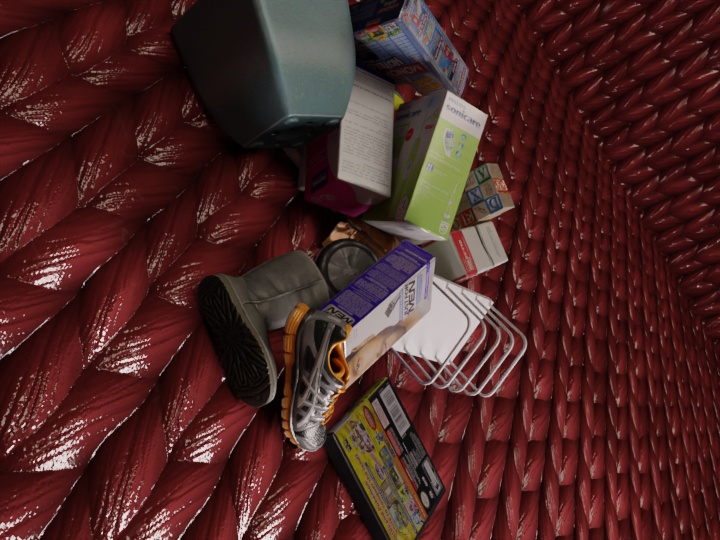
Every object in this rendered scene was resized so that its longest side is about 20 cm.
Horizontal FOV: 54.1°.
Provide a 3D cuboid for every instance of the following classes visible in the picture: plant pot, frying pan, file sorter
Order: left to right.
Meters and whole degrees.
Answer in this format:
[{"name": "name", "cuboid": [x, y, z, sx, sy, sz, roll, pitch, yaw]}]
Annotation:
[{"name": "plant pot", "cuboid": [-0.121, -0.288, 1.006, 0.194, 0.194, 0.204, -10, 82, -47]}, {"name": "frying pan", "cuboid": [-0.029, 0.038, 1.047, 0.113, 0.031, 0.193, 24, 69, -5]}, {"name": "file sorter", "cuboid": [0.159, 0.115, 1.143, 0.198, 0.140, 0.125, 20, 19, -47]}]

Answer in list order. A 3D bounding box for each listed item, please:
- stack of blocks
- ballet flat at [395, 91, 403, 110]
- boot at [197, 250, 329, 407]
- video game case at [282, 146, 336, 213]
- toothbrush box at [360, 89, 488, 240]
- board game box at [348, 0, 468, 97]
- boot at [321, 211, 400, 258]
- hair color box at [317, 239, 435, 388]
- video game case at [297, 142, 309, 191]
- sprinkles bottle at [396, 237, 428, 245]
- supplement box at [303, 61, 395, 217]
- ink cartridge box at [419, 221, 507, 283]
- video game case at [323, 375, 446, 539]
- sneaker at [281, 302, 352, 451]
[{"name": "stack of blocks", "cuboid": [0.173, -0.128, 1.316, 0.058, 0.198, 0.117, -12, 78, -56]}, {"name": "ballet flat", "cuboid": [0.006, -0.341, 1.365, 0.198, 0.066, 0.068, 25, 70, -42]}, {"name": "boot", "cuboid": [-0.106, 0.066, 0.916, 0.199, 0.072, 0.185, -8, 76, -63]}, {"name": "video game case", "cuboid": [-0.072, -0.221, 1.196, 0.201, 0.023, 0.183, 50, 35, -19]}, {"name": "toothbrush box", "cuboid": [0.095, -0.156, 1.082, 0.085, 0.145, 0.204, 23, 84, -26]}, {"name": "board game box", "cuboid": [0.064, -0.332, 1.087, 0.198, 0.198, 0.063, 30, 74, -37]}, {"name": "boot", "cuboid": [0.000, 0.000, 1.113, 0.154, 0.073, 0.202, 38, 41, -23]}, {"name": "hair color box", "cuboid": [0.022, 0.058, 0.984, 0.199, 0.064, 0.111, -37, 144, -33]}, {"name": "video game case", "cuboid": [-0.031, -0.213, 1.157, 0.141, 0.017, 0.205, 13, 74, -33]}, {"name": "sprinkles bottle", "cuboid": [0.074, -0.145, 1.192, 0.068, 0.067, 0.204, -28, 109, -58]}, {"name": "supplement box", "cuboid": [-0.015, -0.201, 1.082, 0.102, 0.101, 0.204, 14, 68, -33]}, {"name": "ink cartridge box", "cuboid": [0.159, -0.015, 1.268, 0.199, 0.143, 0.085, -18, 83, -57]}, {"name": "video game case", "cuboid": [0.039, 0.279, 1.003, 0.203, 0.025, 0.180, 63, 32, -4]}, {"name": "sneaker", "cuboid": [-0.051, 0.140, 0.861, 0.079, 0.076, 0.204, -59, 153, -58]}]
